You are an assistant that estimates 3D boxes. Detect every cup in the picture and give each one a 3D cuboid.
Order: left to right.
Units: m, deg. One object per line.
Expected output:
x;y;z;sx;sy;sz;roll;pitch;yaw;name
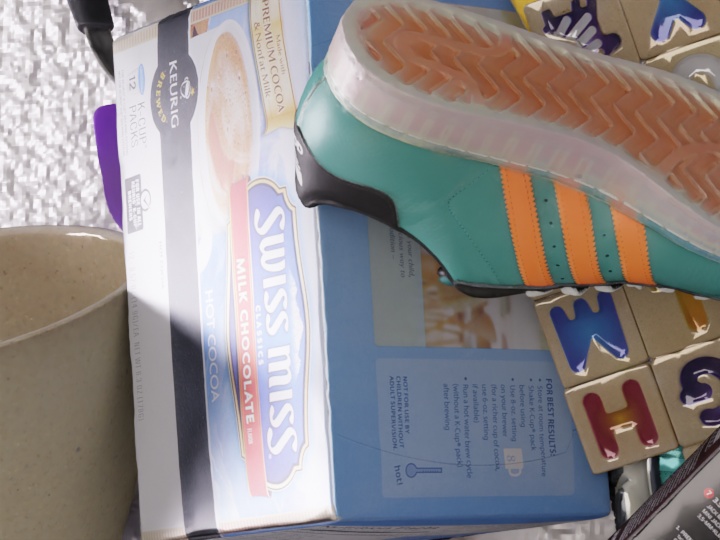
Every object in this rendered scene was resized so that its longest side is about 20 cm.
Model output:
-0.169;0.079;1.119;0.199;0.200;0.144;-3;106;23;cup

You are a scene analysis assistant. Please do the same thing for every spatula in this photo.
-0.103;-0.092;1.162;0.021;0.056;0.201;-55;47;39;spatula

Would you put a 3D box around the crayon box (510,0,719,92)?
0.155;-0.124;1.008;0.199;0.052;0.126;-32;72;15;crayon box

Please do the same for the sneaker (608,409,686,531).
0.137;0.104;1.044;0.079;0.078;0.201;-13;83;2;sneaker

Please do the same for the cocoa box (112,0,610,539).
0.000;0.000;1.048;0.131;0.133;0.201;-14;77;53;cocoa box

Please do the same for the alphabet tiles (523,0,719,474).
0.136;-0.015;0.982;0.166;0.006;0.201;-19;96;14;alphabet tiles

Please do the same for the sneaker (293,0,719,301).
0.072;-0.025;0.954;0.199;0.072;0.080;21;132;-9;sneaker

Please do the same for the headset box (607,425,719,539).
0.194;0.084;0.943;0.149;0.077;0.200;43;103;4;headset box
